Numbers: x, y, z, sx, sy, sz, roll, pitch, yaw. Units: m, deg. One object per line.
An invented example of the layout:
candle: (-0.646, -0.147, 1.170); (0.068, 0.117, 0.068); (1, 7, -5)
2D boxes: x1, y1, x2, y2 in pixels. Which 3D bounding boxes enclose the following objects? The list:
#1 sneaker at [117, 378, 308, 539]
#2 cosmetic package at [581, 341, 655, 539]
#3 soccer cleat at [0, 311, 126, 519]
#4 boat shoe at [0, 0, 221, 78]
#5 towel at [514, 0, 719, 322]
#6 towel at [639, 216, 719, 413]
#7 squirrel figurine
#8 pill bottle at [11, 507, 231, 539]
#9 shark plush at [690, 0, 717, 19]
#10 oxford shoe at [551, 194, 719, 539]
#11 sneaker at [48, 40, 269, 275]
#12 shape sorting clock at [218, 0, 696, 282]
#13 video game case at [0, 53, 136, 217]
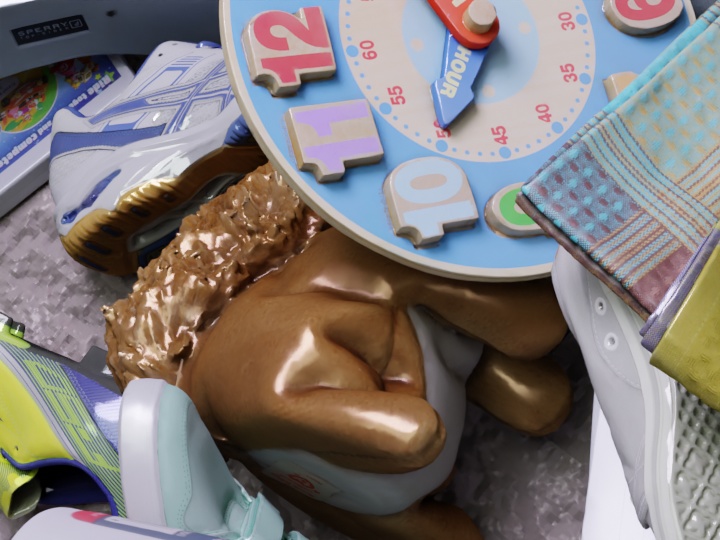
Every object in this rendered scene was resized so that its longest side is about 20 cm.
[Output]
sneaker: (-0.013, 0.116, 0.946); (0.118, 0.200, 0.074); (-19, 19, 12)
cosmetic package: (0.192, 0.071, 0.917); (0.200, 0.081, 0.113); (-4, 64, 23)
soccer cleat: (-0.161, 0.063, 1.090); (0.200, 0.065, 0.084); (18, 82, 30)
boat shoe: (-0.129, -0.151, 1.152); (0.200, 0.071, 0.091); (-10, 57, 1)
towel: (0.170, -0.039, 0.894); (0.147, 0.022, 0.200); (42, 61, 12)
towel: (0.207, 0.026, 0.839); (0.200, 0.023, 0.144); (35, 66, 8)
squirrel figurine: (0.000, 0.000, 1.007); (0.200, 0.142, 0.187); (15, 68, 26)
pill bottle: (-0.029, 0.158, 0.848); (0.200, 0.120, 0.120); (10, 71, 14)
shark plush: (0.120, -0.133, 1.041); (0.200, 0.083, 0.091); (14, 74, 28)
oxford shoe: (0.119, 0.057, 0.880); (0.058, 0.075, 0.200); (-50, 50, 52)
sneaker: (-0.057, -0.079, 1.101); (0.200, 0.075, 0.088); (-25, 59, 11)
shape sorting clock: (0.042, -0.092, 0.950); (0.200, 0.039, 0.200); (5, 71, -13)
video game case: (-0.207, -0.110, 1.215); (0.143, 0.018, 0.200); (-38, 57, 4)
